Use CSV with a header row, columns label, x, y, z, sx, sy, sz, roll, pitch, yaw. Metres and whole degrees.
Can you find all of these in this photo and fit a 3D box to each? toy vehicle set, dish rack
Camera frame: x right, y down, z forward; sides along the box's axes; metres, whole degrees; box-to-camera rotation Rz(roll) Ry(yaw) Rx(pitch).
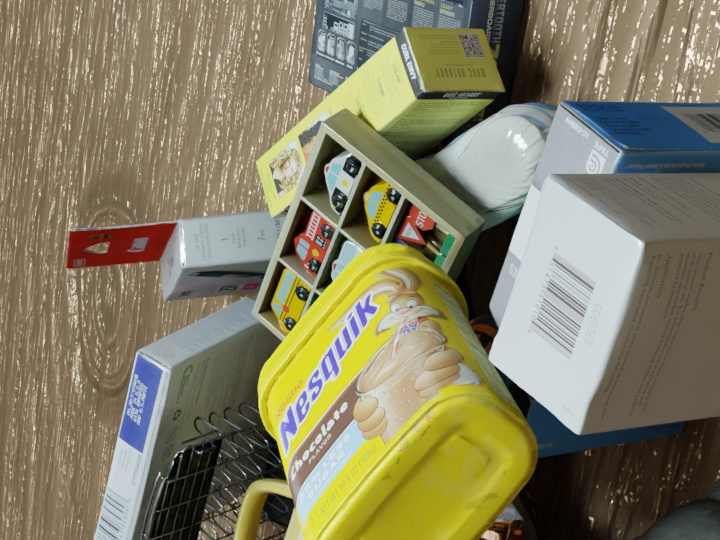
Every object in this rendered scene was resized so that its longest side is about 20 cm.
label,x,y,z,sx,sy,sz,roll,pitch,yaw
toy vehicle set,0.000,0.000,1.068,0.124,0.026,0.201,39,137,15
dish rack,-0.104,0.170,1.254,0.054,0.199,0.154,33,121,33

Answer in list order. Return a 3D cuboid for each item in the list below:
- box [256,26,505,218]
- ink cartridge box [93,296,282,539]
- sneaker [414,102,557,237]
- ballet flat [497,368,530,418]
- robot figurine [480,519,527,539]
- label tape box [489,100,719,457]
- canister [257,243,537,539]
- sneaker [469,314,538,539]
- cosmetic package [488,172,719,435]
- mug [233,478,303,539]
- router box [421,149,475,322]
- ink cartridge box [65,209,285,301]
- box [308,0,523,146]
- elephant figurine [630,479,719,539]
label,x,y,z,sx,sy,sz,roll,pitch,yaw
box,0.009,-0.099,1.076,0.200,0.075,0.050,-37,65,49
ink cartridge box,-0.129,0.124,1.279,0.043,0.200,0.198,28,118,22
sneaker,0.072,-0.057,1.055,0.199,0.072,0.072,-24,81,46
ballet flat,0.134,0.027,0.981,0.201,0.068,0.068,-67,7,-21
robot figurine,0.064,0.194,0.942,0.200,0.144,0.059,-20,-76,-82
label tape box,0.153,0.004,0.897,0.063,0.143,0.201,45,128,44
canister,0.016,0.086,0.893,0.149,0.086,0.200,-50,23,11
sneaker,0.102,0.113,1.053,0.077,0.112,0.201,15,141,27
cosmetic package,0.179,0.013,0.812,0.081,0.199,0.114,41,123,45
mug,-0.016,0.223,1.159,0.149,0.185,0.154,-29,-50,-81
router box,0.017,0.025,1.183,0.157,0.052,0.201,-33,66,53
ink cartridge box,-0.153,-0.007,1.273,0.200,0.172,0.044,143,119,-76
box,0.038,-0.192,1.131,0.200,0.051,0.159,30,120,50
elephant figurine,0.213,0.233,0.848,0.200,0.141,0.156,-132,34,-51
